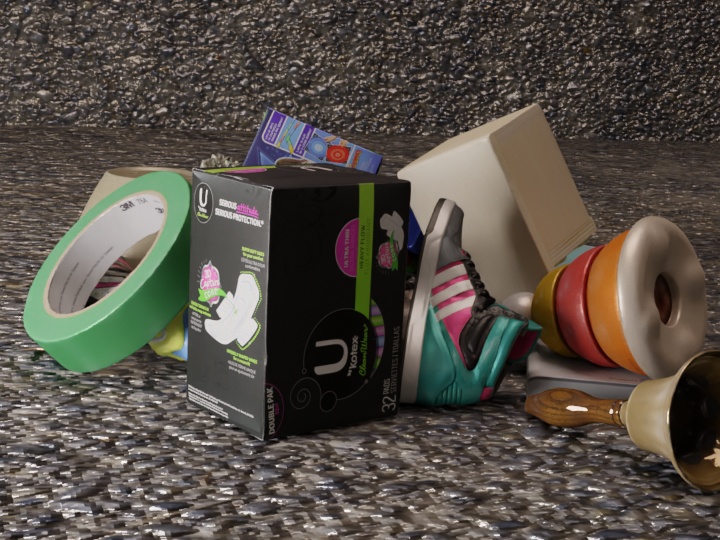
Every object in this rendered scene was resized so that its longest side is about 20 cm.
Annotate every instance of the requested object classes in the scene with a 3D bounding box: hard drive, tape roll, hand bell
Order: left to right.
[{"bbox_3d":[-0.220,-0.001,1.231,0.199,0.201,0.048,19,-24,54],"label":"tape roll"},{"bbox_3d":[0.224,0.091,1.283,0.130,0.027,0.200,4,12,7],"label":"hard drive"},{"bbox_3d":[0.206,0.115,1.079,0.103,0.106,0.199,-5,1,-36],"label":"hand bell"}]

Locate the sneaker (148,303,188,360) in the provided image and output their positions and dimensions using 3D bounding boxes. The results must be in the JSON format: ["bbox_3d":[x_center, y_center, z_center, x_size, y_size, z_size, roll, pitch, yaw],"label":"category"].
[{"bbox_3d":[-0.104,0.065,1.253,0.105,0.077,0.199,33,26,31],"label":"sneaker"}]

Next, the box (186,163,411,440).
[{"bbox_3d":[-0.053,0.018,1.118,0.147,0.203,0.124,-6,15,-38],"label":"box"}]

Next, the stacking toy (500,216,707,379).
[{"bbox_3d":[0.206,0.034,1.240,0.198,0.149,0.145,-8,2,40],"label":"stacking toy"}]

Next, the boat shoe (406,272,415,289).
[{"bbox_3d":[0.016,0.025,1.449,0.074,0.063,0.200,5,12,-23],"label":"boat shoe"}]

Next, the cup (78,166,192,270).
[{"bbox_3d":[-0.230,-0.036,1.475,0.197,0.146,0.200,4,12,-1],"label":"cup"}]

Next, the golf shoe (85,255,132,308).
[{"bbox_3d":[-0.211,0.038,1.334,0.197,0.073,0.093,6,49,11],"label":"golf shoe"}]

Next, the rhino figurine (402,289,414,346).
[{"bbox_3d":[0.028,0.050,1.292,0.198,0.061,0.087,19,16,19],"label":"rhino figurine"}]

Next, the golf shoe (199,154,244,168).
[{"bbox_3d":[-0.114,-0.035,1.463,0.200,0.098,0.078,46,35,12],"label":"golf shoe"}]

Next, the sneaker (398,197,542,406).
[{"bbox_3d":[0.104,0.033,1.202,0.119,0.203,0.084,10,-26,2],"label":"sneaker"}]

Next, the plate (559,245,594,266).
[{"bbox_3d":[0.206,-0.007,1.534,0.197,0.026,0.200,3,13,-1],"label":"plate"}]

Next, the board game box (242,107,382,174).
[{"bbox_3d":[-0.075,-0.052,1.393,0.134,0.202,0.034,23,-14,2],"label":"board game box"}]

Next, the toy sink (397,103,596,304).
[{"bbox_3d":[0.152,-0.046,1.372,0.129,0.202,0.112,-19,10,45],"label":"toy sink"}]

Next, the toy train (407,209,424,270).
[{"bbox_3d":[0.037,-0.041,1.505,0.115,0.085,0.199,36,-11,-37],"label":"toy train"}]

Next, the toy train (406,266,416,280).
[{"bbox_3d":[0.076,-0.034,1.582,0.042,0.057,0.200,-38,0,-25],"label":"toy train"}]
